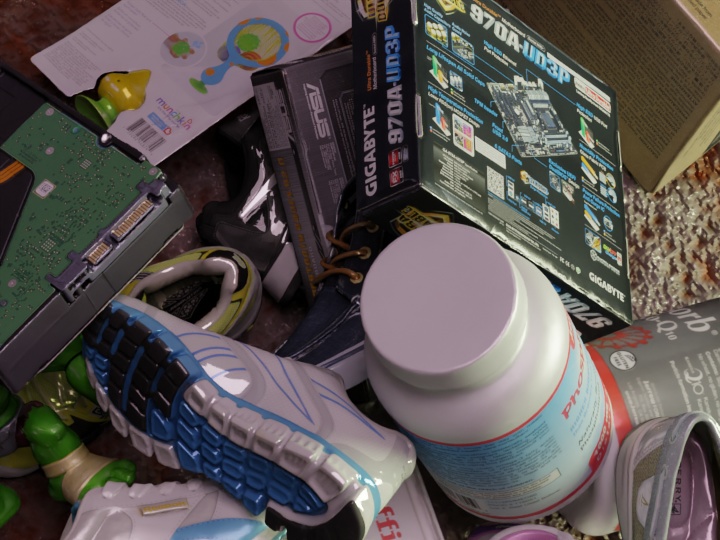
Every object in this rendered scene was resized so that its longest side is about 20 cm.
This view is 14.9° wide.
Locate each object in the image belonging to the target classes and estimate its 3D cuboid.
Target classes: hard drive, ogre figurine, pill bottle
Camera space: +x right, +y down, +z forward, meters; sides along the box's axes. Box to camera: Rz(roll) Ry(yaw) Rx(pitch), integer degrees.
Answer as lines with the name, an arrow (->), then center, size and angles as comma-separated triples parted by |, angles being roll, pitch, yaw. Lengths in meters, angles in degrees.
hard drive -> -0.200, -0.034, 1.476 | 0.140, 0.038, 0.200 | -47, 50, -14
ogre figurine -> -0.206, 0.086, 1.500 | 0.120, 0.199, 0.098 | 60, 26, -22
pill bottle -> 0.206, 0.076, 1.616 | 0.199, 0.116, 0.116 | -14, 71, -18
pill bottle -> 0.064, 0.053, 1.453 | 0.108, 0.200, 0.109 | -6, 65, 14

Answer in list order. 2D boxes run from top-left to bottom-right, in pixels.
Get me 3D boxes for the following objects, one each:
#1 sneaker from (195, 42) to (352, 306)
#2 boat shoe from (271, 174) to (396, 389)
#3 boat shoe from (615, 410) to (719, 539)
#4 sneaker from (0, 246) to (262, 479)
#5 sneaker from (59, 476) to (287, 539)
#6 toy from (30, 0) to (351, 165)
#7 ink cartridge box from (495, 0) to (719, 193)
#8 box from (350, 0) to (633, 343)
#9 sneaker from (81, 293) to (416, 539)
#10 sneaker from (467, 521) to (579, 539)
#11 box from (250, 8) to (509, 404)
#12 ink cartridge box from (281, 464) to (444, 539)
sneaker -> -0.037, -0.082, 1.655 | 0.090, 0.066, 0.201 | 27, 67, -3
boat shoe -> 0.000, 0.000, 1.531 | 0.200, 0.071, 0.091 | -35, 103, -32
boat shoe -> 0.182, 0.179, 1.501 | 0.074, 0.065, 0.203 | 0, 81, -16
sneaker -> -0.146, 0.043, 1.566 | 0.200, 0.076, 0.076 | -36, 80, -10
sneaker -> -0.106, 0.141, 1.450 | 0.199, 0.077, 0.081 | -32, 85, -21
toy -> -0.087, -0.136, 1.671 | 0.200, 0.047, 0.115 | -34, 59, -25
ink cartridge box -> 0.163, -0.172, 1.682 | 0.075, 0.165, 0.200 | -35, 79, -25
box -> 0.074, -0.067, 1.521 | 0.200, 0.046, 0.160 | 30, 48, -43
sneaker -> -0.057, 0.070, 1.443 | 0.200, 0.075, 0.087 | 34, 42, 19
sneaker -> 0.135, 0.193, 1.574 | 0.199, 0.088, 0.081 | 28, 86, -23
box -> 0.036, -0.039, 1.613 | 0.158, 0.048, 0.201 | -18, 96, -27
ink cartridge box -> -0.047, 0.198, 1.528 | 0.199, 0.085, 0.146 | -15, 72, -16
